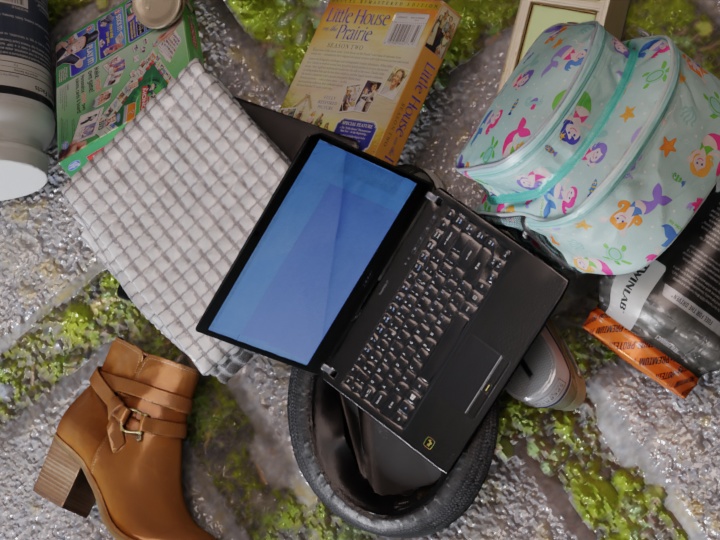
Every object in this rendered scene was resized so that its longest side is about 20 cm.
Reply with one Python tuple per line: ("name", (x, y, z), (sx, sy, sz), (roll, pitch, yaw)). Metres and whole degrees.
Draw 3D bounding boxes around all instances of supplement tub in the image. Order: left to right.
("supplement tub", (-0.343, -0.173, 1.587), (0.140, 0.140, 0.201), (-10, 75, 16))
("supplement tub", (0.263, -0.011, 1.356), (0.122, 0.122, 0.200), (35, 90, 22))

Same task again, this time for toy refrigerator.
("toy refrigerator", (0.166, -0.187, 1.456), (0.076, 0.070, 0.201), (12, 82, 21))

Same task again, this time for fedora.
("fedora", (0.038, 0.106, 1.416), (0.200, 0.092, 0.202), (1, 93, 25))

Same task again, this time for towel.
("towel", (-0.117, -0.037, 1.398), (0.166, 0.086, 0.200), (-44, 72, 7))

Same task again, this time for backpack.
("backpack", (0.176, -0.090, 1.300), (0.178, 0.150, 0.200), (-56, 24, -6))

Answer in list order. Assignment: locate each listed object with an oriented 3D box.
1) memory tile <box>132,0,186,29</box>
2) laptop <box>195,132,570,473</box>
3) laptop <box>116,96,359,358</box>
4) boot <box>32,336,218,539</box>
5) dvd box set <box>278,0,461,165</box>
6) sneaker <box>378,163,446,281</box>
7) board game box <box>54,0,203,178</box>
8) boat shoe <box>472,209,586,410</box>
("memory tile", (-0.142, -0.316, 1.514), (0.200, 0.017, 0.154), (-38, 75, 22))
("laptop", (0.017, 0.026, 1.311), (0.200, 0.103, 0.178), (37, 105, 18))
("laptop", (-0.108, -0.040, 1.496), (0.115, 0.200, 0.188), (24, 86, -13))
("boot", (-0.167, 0.154, 1.495), (0.199, 0.074, 0.155), (25, 83, 19))
("dvd box set", (-0.011, -0.133, 1.484), (0.146, 0.029, 0.201), (12, 74, 48))
("sneaker", (0.000, 0.000, 1.467), (0.074, 0.079, 0.201), (26, 89, 20))
("board game box", (-0.200, -0.170, 1.541), (0.134, 0.029, 0.200), (-28, 37, 11))
("boat shoe", (0.114, 0.035, 1.427), (0.072, 0.062, 0.201), (-37, 52, 16))
